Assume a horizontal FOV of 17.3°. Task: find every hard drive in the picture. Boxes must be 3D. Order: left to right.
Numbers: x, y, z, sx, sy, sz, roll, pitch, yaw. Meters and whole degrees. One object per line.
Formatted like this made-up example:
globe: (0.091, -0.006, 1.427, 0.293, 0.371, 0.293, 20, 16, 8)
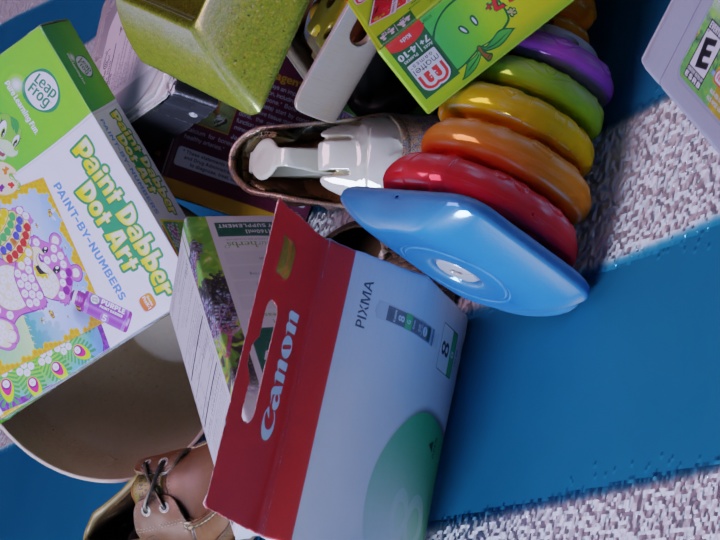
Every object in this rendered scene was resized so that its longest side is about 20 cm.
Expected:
hard drive: (-0.135, -0.149, 1.576, 0.200, 0.038, 0.140, -25, 51, 62)

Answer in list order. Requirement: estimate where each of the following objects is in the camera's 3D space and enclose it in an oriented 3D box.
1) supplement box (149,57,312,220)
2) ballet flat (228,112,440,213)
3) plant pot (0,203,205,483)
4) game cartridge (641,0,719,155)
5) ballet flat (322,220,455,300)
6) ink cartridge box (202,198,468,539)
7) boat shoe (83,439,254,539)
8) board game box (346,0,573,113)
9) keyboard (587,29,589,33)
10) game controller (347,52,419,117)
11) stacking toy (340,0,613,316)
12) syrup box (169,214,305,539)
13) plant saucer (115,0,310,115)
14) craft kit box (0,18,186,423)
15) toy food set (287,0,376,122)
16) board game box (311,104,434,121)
supplement box: (-0.069, -0.136, 1.604, 0.086, 0.110, 0.201, 25, 96, 68)
ballet flat: (-0.011, -0.061, 1.407, 0.200, 0.067, 0.068, -3, 80, 51)
plant pot: (-0.153, 0.031, 1.621, 0.201, 0.200, 0.134, -64, -15, 21)
game cartridge: (0.194, -0.113, 1.056, 0.134, 0.040, 0.200, -61, 24, 17)
ballet flat: (0.000, 0.000, 1.420, 0.200, 0.046, 0.068, 15, 87, 68)
ink cartridge box: (-0.006, 0.069, 1.219, 0.200, 0.050, 0.162, 44, -124, -65)
boat shoe: (-0.115, 0.151, 1.505, 0.200, 0.068, 0.072, -45, 32, 47)
board game box: (0.089, -0.176, 1.219, 0.200, 0.048, 0.102, -38, 29, 6)
keyboard: (0.079, -0.151, 1.289, 0.104, 0.040, 0.201, 7, 84, 43)
game controller: (0.052, -0.162, 1.392, 0.200, 0.042, 0.105, -29, 69, 47)
stacking toy: (0.088, -0.086, 1.225, 0.116, 0.110, 0.201, 6, 67, 52)
syrup box: (-0.053, 0.060, 1.399, 0.200, 0.078, 0.082, -111, 27, -46)
plant saucer: (-0.077, -0.209, 1.406, 0.200, 0.048, 0.201, 30, 96, 61)
craft kit box: (-0.218, -0.027, 1.540, 0.197, 0.201, 0.048, -32, -2, 22)
toy food set: (-0.019, -0.183, 1.387, 0.144, 0.060, 0.200, -60, 22, 13)
board game box: (0.025, -0.147, 1.498, 0.201, 0.029, 0.135, -70, 21, 6)
